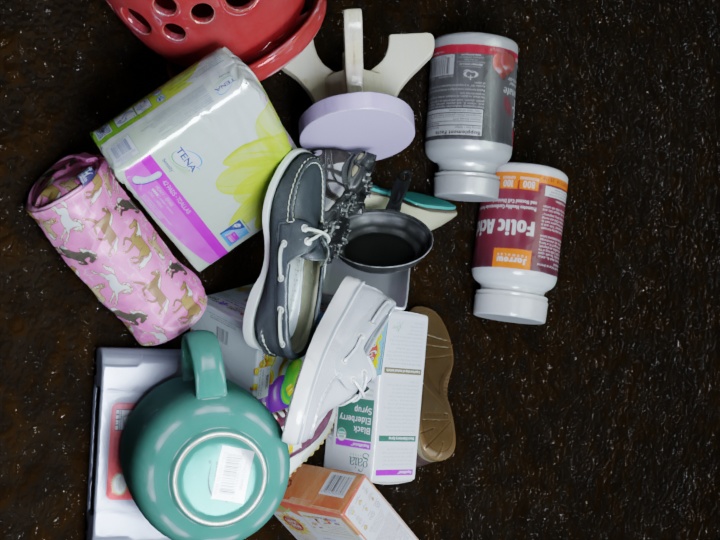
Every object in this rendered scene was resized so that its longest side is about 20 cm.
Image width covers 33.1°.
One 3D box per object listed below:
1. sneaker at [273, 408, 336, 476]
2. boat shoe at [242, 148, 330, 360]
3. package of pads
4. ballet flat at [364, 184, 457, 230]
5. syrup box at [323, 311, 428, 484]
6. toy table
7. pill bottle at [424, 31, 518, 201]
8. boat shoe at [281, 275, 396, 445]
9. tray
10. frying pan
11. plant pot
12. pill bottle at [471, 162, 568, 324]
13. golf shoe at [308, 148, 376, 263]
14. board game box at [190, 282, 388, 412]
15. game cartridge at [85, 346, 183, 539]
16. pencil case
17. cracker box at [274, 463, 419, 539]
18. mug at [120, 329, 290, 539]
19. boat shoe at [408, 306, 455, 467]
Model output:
[{"bbox_3d":[-0.100,0.172,1.310,0.200,0.075,0.090,-52,130,-33],"label":"sneaker"},{"bbox_3d":[-0.057,-0.014,1.155,0.076,0.060,0.200,-1,103,-50],"label":"boat shoe"},{"bbox_3d":[-0.139,-0.103,1.152,0.154,0.068,0.200,-35,147,-1],"label":"package of pads"},{"bbox_3d":[0.036,-0.069,1.462,0.200,0.069,0.070,11,83,-44],"label":"ballet flat"},{"bbox_3d":[0.018,0.146,1.429,0.081,0.079,0.200,10,84,-46],"label":"syrup box"},{"bbox_3d":[-0.009,-0.201,1.338,0.184,0.200,0.117,-1,80,-14],"label":"toy table"},{"bbox_3d":[0.138,-0.190,1.523,0.111,0.111,0.200,6,87,-46],"label":"pill bottle"},{"bbox_3d":[-0.017,0.091,1.158,0.200,0.068,0.072,-64,174,-47],"label":"boat shoe"},{"bbox_3d":[0.000,0.000,1.329,0.200,0.107,0.022,-80,-179,-67],"label":"tray"},{"bbox_3d":[0.016,-0.052,1.349,0.115,0.190,0.031,-4,125,-8],"label":"frying pan"},{"bbox_3d":[-0.142,-0.281,1.164,0.200,0.200,0.183,-55,131,-30],"label":"plant pot"},{"bbox_3d":[0.207,-0.034,1.598,0.114,0.114,0.200,14,80,-46],"label":"pill bottle"},{"bbox_3d":[-0.048,-0.073,1.292,0.200,0.094,0.078,-64,169,-61],"label":"golf shoe"},{"bbox_3d":[-0.074,0.073,1.297,0.200,0.105,0.103,-15,119,-45],"label":"board game box"},{"bbox_3d":[-0.201,0.177,1.202,0.133,0.041,0.200,3,89,-30],"label":"game cartridge"},{"bbox_3d":[-0.230,-0.018,1.163,0.200,0.086,0.083,57,23,-31],"label":"pencil case"},{"bbox_3d":[-0.007,0.301,1.369,0.058,0.134,0.200,-56,129,-30],"label":"cracker box"},{"bbox_3d":[-0.151,0.168,1.132,0.152,0.114,0.185,-36,105,-12],"label":"mug"},{"bbox_3d":[0.071,0.144,1.497,0.072,0.072,0.200,8,64,-29],"label":"boat shoe"}]
